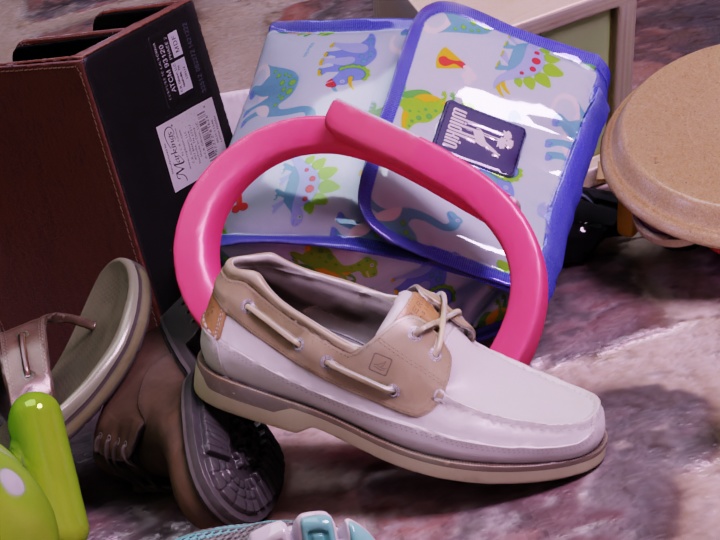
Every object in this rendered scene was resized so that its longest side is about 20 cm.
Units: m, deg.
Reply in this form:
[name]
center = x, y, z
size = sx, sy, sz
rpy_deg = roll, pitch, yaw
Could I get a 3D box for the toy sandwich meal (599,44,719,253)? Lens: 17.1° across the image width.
[toy sandwich meal]
center = 0.227, -0.058, 1.308
size = 0.203, 0.071, 0.206
rpy_deg = -6, 38, 5

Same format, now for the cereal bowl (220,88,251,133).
[cereal bowl]
center = -0.083, -0.069, 1.552
size = 0.198, 0.084, 0.200
rpy_deg = -8, 0, 0

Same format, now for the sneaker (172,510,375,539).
[sneaker]
center = -0.084, 0.149, 1.006
size = 0.198, 0.078, 0.091
rpy_deg = -12, 2, 0

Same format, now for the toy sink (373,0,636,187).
[toy sink]
center = 0.089, -0.107, 1.477
size = 0.130, 0.201, 0.112
rpy_deg = -20, 48, -17

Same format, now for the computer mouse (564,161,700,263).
[computer mouse]
center = 0.117, -0.044, 1.411
size = 0.199, 0.046, 0.141
rpy_deg = -9, 21, 21

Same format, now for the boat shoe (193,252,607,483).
[boat shoe]
center = 0.020, 0.045, 1.111
size = 0.198, 0.069, 0.075
rpy_deg = 12, 23, 8

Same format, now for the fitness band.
[fitness band]
center = 0.000, 0.000, 1.199
size = 0.199, 0.144, 0.037
rpy_deg = 28, -5, 20

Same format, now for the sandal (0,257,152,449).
[sandal]
center = -0.173, 0.065, 1.218
size = 0.201, 0.057, 0.080
rpy_deg = -53, 17, -28

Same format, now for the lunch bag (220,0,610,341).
[lunch bag]
center = 0.027, -0.049, 1.312
size = 0.199, 0.128, 0.171
rpy_deg = 2, 54, 23

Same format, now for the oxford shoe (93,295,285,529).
[oxford shoe]
center = -0.089, 0.088, 1.193
size = 0.084, 0.073, 0.200
rpy_deg = -38, 20, 4

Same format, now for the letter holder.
[letter holder]
center = -0.149, -0.039, 1.373
size = 0.141, 0.201, 0.100
rpy_deg = -1, 23, 38

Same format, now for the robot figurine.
[robot figurine]
center = -0.212, 0.116, 1.090
size = 0.174, 0.117, 0.200
rpy_deg = -8, 21, -32
